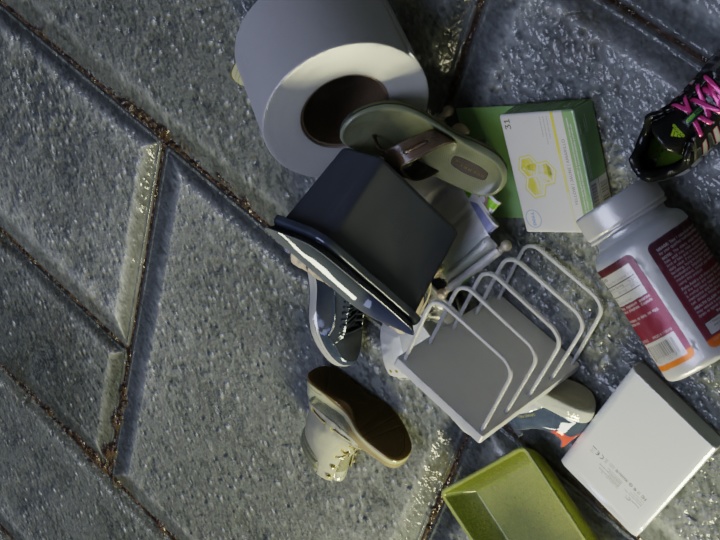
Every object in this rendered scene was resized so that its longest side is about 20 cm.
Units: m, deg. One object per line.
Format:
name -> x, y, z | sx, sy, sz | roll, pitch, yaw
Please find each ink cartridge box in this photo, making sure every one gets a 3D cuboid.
ink cartridge box -> 0.189, -0.119, 1.624 | 0.199, 0.048, 0.146 | 2, 114, 43

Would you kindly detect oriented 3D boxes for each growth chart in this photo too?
growth chart -> 0.106, -0.084, 1.700 | 0.144, 0.018, 0.201 | -32, 77, 37

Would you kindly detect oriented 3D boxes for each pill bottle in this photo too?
pill bottle -> 0.323, 0.006, 1.504 | 0.201, 0.114, 0.114 | 58, 140, 3

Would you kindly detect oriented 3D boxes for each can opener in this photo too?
can opener -> 0.141, 0.080, 1.795 | 0.200, 0.067, 0.053 | 44, 138, -1

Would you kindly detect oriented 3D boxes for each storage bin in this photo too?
storage bin -> 0.008, -0.042, 1.631 | 0.200, 0.135, 0.145 | 42, 168, -35

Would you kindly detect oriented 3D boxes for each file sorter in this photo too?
file sorter -> 0.168, 0.074, 1.641 | 0.139, 0.200, 0.125 | 42, 135, 20

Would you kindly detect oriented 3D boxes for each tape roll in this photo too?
tape roll -> -0.035, -0.228, 1.644 | 0.203, 0.202, 0.140 | 109, 149, -42

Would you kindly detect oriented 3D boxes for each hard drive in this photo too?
hard drive -> 0.332, 0.216, 1.686 | 0.132, 0.026, 0.200 | 45, 138, 18

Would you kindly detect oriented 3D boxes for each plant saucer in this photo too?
plant saucer -> 0.225, 0.335, 1.852 | 0.201, 0.048, 0.200 | 57, 140, 5

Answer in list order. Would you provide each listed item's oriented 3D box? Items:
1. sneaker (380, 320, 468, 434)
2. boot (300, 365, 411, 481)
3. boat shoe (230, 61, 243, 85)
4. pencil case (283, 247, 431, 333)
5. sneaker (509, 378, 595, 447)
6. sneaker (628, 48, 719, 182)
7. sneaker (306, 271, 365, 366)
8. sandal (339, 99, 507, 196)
sneaker -> 0.098, 0.136, 1.855 | 0.116, 0.073, 0.201 | -38, 74, 51
boot -> -0.011, 0.251, 2.031 | 0.200, 0.072, 0.155 | 39, 135, 31
boat shoe -> -0.100, -0.300, 1.809 | 0.066, 0.074, 0.200 | 40, 139, 4
pencil case -> 0.000, 0.000, 1.766 | 0.200, 0.078, 0.090 | 33, 164, 25
sneaker -> 0.184, 0.151, 1.730 | 0.199, 0.075, 0.085 | 30, 125, 9
sneaker -> 0.337, -0.153, 1.415 | 0.074, 0.087, 0.200 | 50, 139, 12
sneaker -> -0.001, 0.047, 1.896 | 0.146, 0.077, 0.203 | 12, 120, 45
sandal -> 0.072, -0.133, 1.601 | 0.200, 0.057, 0.080 | 21, 134, -1
